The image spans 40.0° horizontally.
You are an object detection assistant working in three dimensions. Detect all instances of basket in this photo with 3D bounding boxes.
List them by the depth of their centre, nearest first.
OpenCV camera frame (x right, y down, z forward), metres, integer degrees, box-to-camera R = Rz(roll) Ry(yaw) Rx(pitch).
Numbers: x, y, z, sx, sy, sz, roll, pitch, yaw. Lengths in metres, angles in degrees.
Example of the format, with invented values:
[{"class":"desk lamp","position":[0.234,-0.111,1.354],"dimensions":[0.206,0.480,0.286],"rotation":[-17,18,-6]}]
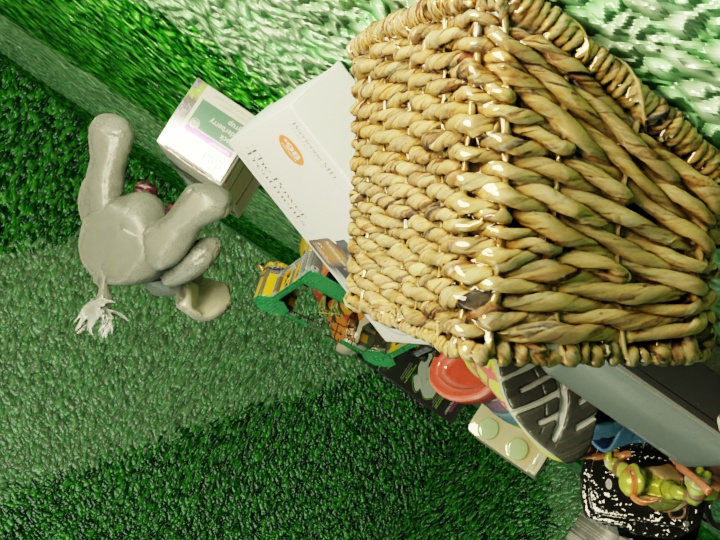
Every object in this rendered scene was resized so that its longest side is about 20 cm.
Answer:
[{"class":"basket","position":[0.080,-0.044,0.463],"dimensions":[0.140,0.152,0.200],"rotation":[1,-176,-15]}]

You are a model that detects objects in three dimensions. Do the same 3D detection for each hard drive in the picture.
[{"class":"hard drive","position":[0.198,0.084,0.683],"dimensions":[0.138,0.033,0.200],"rotation":[34,174,11]}]

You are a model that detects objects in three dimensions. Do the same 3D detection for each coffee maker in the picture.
[{"class":"coffee maker","position":[0.375,0.290,1.223],"dimensions":[0.191,0.136,0.200],"rotation":[30,174,28]}]

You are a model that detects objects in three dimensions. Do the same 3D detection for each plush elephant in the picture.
[{"class":"plush elephant","position":[-0.198,-0.029,0.985],"dimensions":[0.163,0.203,0.155],"rotation":[26,-171,15]}]

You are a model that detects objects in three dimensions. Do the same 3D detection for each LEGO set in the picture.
[{"class":"LEGO set","position":[0.000,0.000,0.989],"dimensions":[0.197,0.117,0.154],"rotation":[24,151,-12]}]

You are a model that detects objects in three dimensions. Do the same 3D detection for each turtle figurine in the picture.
[{"class":"turtle figurine","position":[0.317,0.211,0.971],"dimensions":[0.158,0.066,0.199],"rotation":[6,174,-22]}]

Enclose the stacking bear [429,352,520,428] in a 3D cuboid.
[{"class":"stacking bear","position":[0.187,0.110,0.980],"dimensions":[0.198,0.123,0.114],"rotation":[26,-174,-28]}]

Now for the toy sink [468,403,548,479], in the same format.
[{"class":"toy sink","position":[0.226,0.198,1.349],"dimensions":[0.111,0.131,0.200],"rotation":[33,175,15]}]

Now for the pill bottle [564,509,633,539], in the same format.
[{"class":"pill bottle","position":[0.372,0.347,1.381],"dimensions":[0.115,0.202,0.116],"rotation":[33,175,3]}]

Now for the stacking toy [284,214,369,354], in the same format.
[{"class":"stacking toy","position":[-0.026,-0.016,1.161],"dimensions":[0.201,0.146,0.146],"rotation":[49,176,6]}]

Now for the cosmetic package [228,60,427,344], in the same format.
[{"class":"cosmetic package","position":[0.004,-0.037,0.693],"dimensions":[0.201,0.052,0.150],"rotation":[51,160,-13]}]

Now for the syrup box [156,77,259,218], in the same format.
[{"class":"syrup box","position":[-0.150,-0.125,1.057],"dimensions":[0.078,0.082,0.200],"rotation":[32,172,2]}]

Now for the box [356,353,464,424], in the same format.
[{"class":"box","position":[0.118,0.187,1.965],"dimensions":[0.199,0.125,0.148],"rotation":[37,175,-17]}]

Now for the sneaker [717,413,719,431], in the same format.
[{"class":"sneaker","position":[0.271,0.088,0.484],"dimensions":[0.198,0.077,0.085],"rotation":[21,157,40]}]

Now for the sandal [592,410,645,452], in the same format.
[{"class":"sandal","position":[0.235,0.127,0.901],"dimensions":[0.079,0.088,0.199],"rotation":[26,172,45]}]

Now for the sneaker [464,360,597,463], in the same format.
[{"class":"sneaker","position":[0.132,0.078,0.843],"dimensions":[0.091,0.077,0.202],"rotation":[92,154,-59]}]

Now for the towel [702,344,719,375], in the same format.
[{"class":"towel","position":[0.245,0.083,0.731],"dimensions":[0.132,0.035,0.200],"rotation":[28,170,44]}]
